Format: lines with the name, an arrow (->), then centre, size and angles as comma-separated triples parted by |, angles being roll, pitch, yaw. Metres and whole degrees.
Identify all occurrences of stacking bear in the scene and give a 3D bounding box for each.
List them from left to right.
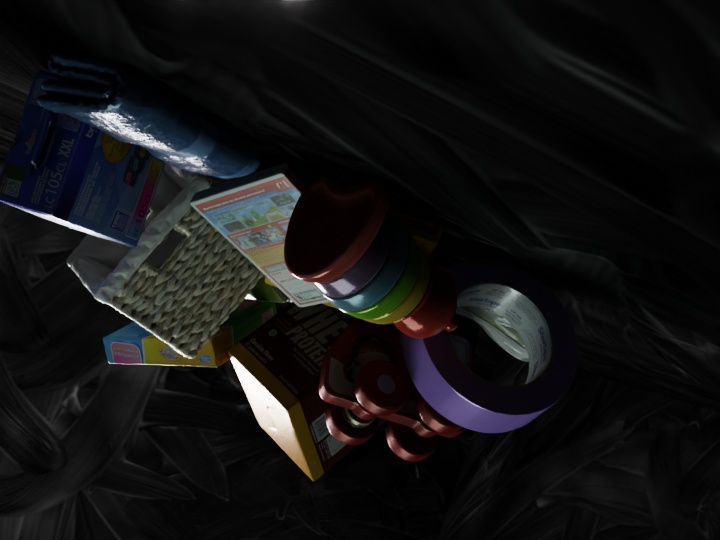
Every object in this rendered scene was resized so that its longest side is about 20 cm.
stacking bear -> 0.026, 0.004, 0.924 | 0.121, 0.114, 0.200 | 13, 163, 48

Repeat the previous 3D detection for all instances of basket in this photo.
basket -> -0.246, -0.022, 1.176 | 0.161, 0.198, 0.200 | 44, 172, -31

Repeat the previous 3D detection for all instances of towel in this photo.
towel -> -0.186, -0.131, 0.822 | 0.111, 0.049, 0.200 | 16, 175, 32

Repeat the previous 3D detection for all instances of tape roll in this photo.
tape roll -> 0.154, 0.088, 1.072 | 0.200, 0.200, 0.066 | 20, 146, -7

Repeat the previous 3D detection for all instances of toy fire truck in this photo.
toy fire truck -> 0.047, 0.130, 1.122 | 0.200, 0.168, 0.112 | 19, 140, -16

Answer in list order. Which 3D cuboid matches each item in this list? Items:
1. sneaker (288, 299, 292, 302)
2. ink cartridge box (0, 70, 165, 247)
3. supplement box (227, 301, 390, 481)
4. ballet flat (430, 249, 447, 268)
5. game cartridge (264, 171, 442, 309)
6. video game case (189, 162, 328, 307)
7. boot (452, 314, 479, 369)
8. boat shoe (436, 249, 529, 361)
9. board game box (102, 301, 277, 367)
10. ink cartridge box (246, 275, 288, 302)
sneaker -> -0.117, -0.043, 1.615 | 0.075, 0.116, 0.200 | 7, -146, -10
ink cartridge box -> -0.284, -0.112, 0.919 | 0.076, 0.137, 0.200 | 16, 176, 17
supplement box -> -0.047, 0.144, 1.255 | 0.133, 0.200, 0.197 | 38, 155, 34
ballet flat -> 0.022, -0.035, 1.094 | 0.200, 0.069, 0.071 | 21, 159, -25
game cartridge -> -0.015, -0.017, 1.036 | 0.176, 0.032, 0.200 | 20, 148, -1
video game case -> -0.074, -0.032, 1.000 | 0.143, 0.017, 0.200 | -12, 136, 37
boot -> 0.097, 0.065, 1.307 | 0.200, 0.169, 0.076 | 16, 176, 43
boat shoe -> 0.166, 0.034, 1.185 | 0.202, 0.065, 0.074 | 41, -145, 9
board game box -> -0.240, 0.088, 1.284 | 0.200, 0.040, 0.153 | -2, -163, 30
ink cartridge box -> -0.170, 0.018, 1.291 | 0.148, 0.200, 0.076 | 4, 140, 49
